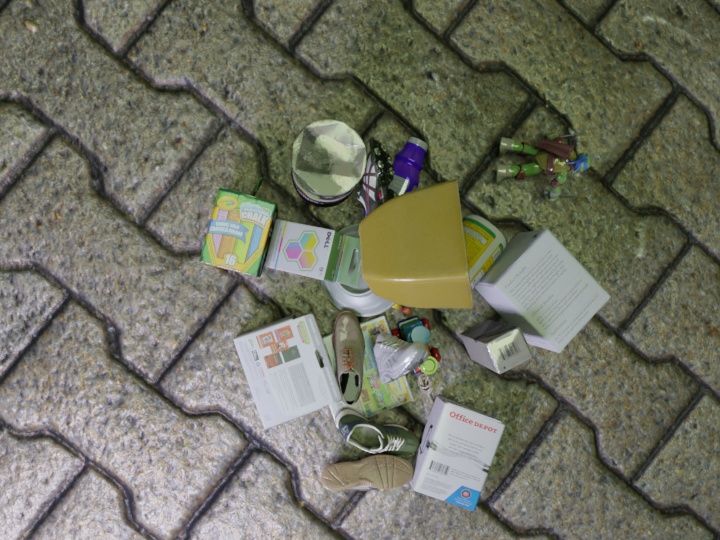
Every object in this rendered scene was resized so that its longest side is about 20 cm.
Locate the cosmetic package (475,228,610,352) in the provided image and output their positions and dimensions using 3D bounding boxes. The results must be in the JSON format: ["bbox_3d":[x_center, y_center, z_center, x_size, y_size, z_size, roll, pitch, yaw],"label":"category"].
[{"bbox_3d":[0.380,0.041,1.299,0.167,0.166,0.200,-44,95,-5],"label":"cosmetic package"}]

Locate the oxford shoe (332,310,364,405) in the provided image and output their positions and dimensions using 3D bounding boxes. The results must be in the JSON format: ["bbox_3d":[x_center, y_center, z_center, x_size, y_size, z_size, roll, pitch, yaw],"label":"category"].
[{"bbox_3d":[-0.020,0.185,1.277,0.070,0.075,0.201,-6,94,-5],"label":"oxford shoe"}]

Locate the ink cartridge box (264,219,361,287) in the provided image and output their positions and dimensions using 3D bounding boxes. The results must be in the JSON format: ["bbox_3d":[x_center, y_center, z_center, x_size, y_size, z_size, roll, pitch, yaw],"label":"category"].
[{"bbox_3d":[-0.093,-0.036,1.257,0.199,0.059,0.104,13,88,24],"label":"ink cartridge box"}]

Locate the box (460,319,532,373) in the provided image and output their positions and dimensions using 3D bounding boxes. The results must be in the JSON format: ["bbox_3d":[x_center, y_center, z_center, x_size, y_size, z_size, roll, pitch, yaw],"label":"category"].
[{"bbox_3d":[0.280,0.155,1.271,0.082,0.200,0.069,-26,93,-6],"label":"box"}]

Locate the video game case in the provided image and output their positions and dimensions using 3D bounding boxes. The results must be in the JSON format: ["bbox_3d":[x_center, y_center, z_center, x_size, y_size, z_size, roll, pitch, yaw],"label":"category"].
[{"bbox_3d":[0.001,0.222,1.331,0.181,0.023,0.201,-19,91,-6],"label":"video game case"}]

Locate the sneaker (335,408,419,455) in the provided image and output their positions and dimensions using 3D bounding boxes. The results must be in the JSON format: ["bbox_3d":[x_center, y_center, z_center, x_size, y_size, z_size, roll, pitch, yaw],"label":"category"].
[{"bbox_3d":[0.042,0.363,1.289,0.199,0.090,0.067,24,97,-14],"label":"sneaker"}]

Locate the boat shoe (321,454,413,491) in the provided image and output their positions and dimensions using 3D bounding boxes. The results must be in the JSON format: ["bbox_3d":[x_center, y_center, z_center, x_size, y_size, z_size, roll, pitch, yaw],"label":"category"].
[{"bbox_3d":[0.013,0.441,1.313,0.199,0.065,0.072,-6,73,-7],"label":"boat shoe"}]

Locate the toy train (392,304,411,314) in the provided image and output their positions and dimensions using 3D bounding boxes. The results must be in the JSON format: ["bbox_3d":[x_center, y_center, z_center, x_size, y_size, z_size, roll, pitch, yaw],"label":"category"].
[{"bbox_3d":[0.097,-0.005,1.324,0.150,0.056,0.201,-28,93,-5],"label":"toy train"}]

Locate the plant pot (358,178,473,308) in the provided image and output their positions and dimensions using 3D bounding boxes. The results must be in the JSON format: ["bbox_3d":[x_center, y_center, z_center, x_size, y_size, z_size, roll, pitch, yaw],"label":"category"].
[{"bbox_3d":[0.104,-0.034,1.162,0.199,0.196,0.195,-7,69,9],"label":"plant pot"}]

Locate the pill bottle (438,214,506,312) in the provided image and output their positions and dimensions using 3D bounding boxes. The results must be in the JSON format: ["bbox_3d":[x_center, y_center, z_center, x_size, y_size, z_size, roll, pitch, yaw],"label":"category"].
[{"bbox_3d":[0.211,-0.012,1.298,0.113,0.113,0.200,41,79,-5],"label":"pill bottle"}]

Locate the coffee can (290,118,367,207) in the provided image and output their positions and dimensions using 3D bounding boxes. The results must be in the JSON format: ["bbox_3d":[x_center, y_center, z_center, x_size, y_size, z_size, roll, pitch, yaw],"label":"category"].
[{"bbox_3d":[-0.069,-0.212,1.233,0.146,0.200,0.147,0,90,-6],"label":"coffee can"}]

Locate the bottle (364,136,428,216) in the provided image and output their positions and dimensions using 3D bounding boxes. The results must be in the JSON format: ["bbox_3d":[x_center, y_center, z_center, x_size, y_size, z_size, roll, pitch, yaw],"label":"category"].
[{"bbox_3d":[0.083,-0.190,1.311,0.083,0.065,0.201,24,87,25],"label":"bottle"}]

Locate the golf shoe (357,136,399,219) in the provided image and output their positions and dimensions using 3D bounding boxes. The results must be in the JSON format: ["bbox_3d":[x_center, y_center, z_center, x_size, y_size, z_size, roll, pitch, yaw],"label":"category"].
[{"bbox_3d":[0.026,-0.184,1.259,0.088,0.077,0.201,-23,62,31],"label":"golf shoe"}]

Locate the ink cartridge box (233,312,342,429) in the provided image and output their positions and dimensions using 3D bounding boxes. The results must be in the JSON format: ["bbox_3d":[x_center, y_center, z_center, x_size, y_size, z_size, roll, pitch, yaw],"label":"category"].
[{"bbox_3d":[-0.151,0.205,1.282,0.175,0.084,0.201,-18,92,-4],"label":"ink cartridge box"}]

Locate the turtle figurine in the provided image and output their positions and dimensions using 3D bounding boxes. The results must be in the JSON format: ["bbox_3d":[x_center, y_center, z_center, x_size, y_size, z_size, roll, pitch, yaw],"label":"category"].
[{"bbox_3d":[0.405,-0.232,1.348,0.193,0.200,0.145,7,113,13],"label":"turtle figurine"}]

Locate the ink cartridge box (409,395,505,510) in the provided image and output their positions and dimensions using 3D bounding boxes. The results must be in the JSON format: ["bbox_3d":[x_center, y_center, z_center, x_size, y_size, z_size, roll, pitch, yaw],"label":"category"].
[{"bbox_3d":[0.207,0.395,1.322,0.145,0.084,0.201,22,87,-6],"label":"ink cartridge box"}]

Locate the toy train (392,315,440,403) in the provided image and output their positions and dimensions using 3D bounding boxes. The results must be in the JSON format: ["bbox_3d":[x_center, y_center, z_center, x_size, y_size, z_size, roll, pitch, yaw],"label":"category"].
[{"bbox_3d":[0.140,0.202,1.298,0.084,0.116,0.201,-19,92,-5],"label":"toy train"}]

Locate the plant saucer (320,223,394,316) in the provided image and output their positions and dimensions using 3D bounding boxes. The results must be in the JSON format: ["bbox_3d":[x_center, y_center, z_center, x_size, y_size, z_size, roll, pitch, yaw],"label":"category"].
[{"bbox_3d":[0.000,0.000,1.282,0.199,0.050,0.201,0,92,17],"label":"plant saucer"}]

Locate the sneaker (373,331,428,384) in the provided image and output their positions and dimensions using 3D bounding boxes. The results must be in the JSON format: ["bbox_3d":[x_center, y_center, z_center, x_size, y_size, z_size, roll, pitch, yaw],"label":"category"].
[{"bbox_3d":[0.068,0.169,1.235,0.078,0.200,0.100,-24,79,-27],"label":"sneaker"}]

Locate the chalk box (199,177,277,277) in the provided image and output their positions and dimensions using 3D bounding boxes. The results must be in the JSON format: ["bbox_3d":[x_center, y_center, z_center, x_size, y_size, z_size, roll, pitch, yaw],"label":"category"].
[{"bbox_3d":[-0.244,-0.097,1.254,0.123,0.125,0.201,14,87,-6],"label":"chalk box"}]
